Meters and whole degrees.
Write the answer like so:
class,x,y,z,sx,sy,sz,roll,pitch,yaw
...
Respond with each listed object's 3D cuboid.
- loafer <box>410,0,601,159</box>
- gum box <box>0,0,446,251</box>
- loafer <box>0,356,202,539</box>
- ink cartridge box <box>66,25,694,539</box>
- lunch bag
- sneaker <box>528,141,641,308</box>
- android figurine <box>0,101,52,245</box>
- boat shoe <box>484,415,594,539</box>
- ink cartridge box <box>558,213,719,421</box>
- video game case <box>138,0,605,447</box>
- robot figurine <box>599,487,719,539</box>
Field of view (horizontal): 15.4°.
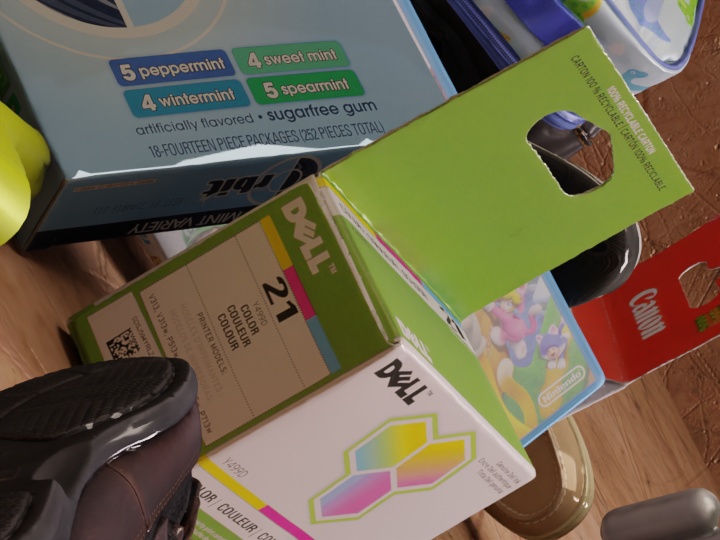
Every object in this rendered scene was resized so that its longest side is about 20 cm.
class,x,y,z,sx,sy,sz,roll,pitch,yaw
loafer,0.054,-0.137,1.298,0.200,0.072,0.073,64,9,5
gum box,-0.077,-0.109,0.958,0.170,0.045,0.200,-8,60,-36
loafer,-0.080,0.072,0.636,0.200,0.072,0.063,-53,133,-75
ink cartridge box,0.024,0.021,0.910,0.076,0.200,0.148,65,10,29
lunch bag,0.073,-0.174,1.206,0.200,0.082,0.161,48,33,-24
sneaker,0.066,-0.029,1.180,0.115,0.200,0.076,-2,101,-46
android figurine,-0.156,-0.091,0.785,0.182,0.041,0.200,65,8,28
boat shoe,0.054,0.061,1.436,0.200,0.071,0.065,56,11,32
ink cartridge box,0.074,0.025,1.193,0.050,0.200,0.162,58,8,-13
video game case,0.000,0.000,1.044,0.018,0.143,0.200,5,-52,62
robot figurine,0.182,0.193,1.362,0.113,0.200,0.170,-15,80,-50
